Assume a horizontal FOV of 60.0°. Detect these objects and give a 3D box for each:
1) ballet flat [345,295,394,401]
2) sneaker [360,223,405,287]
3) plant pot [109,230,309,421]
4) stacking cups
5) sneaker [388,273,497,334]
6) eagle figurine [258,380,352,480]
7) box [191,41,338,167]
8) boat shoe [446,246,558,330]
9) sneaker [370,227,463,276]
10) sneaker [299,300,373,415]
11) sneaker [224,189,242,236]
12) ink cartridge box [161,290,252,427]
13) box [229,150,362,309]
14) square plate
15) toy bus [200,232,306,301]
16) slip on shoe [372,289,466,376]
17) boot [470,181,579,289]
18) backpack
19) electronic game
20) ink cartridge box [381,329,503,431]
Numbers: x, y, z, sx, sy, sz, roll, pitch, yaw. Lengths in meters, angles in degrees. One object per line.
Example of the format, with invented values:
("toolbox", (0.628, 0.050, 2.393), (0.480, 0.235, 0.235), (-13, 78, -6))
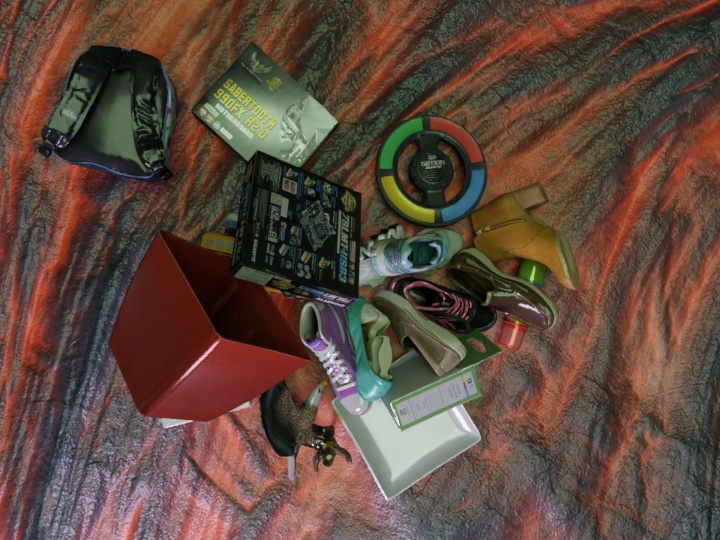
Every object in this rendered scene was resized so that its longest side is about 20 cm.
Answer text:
("ballet flat", (0.022, 0.111, 1.013), (0.067, 0.070, 0.202), (25, 43, -38))
("sneaker", (0.000, 0.000, 1.063), (0.198, 0.075, 0.082), (-30, 100, -6))
("plant pot", (-0.226, 0.099, 0.869), (0.176, 0.199, 0.200), (-46, 58, 11))
("stacking cups", (0.293, 0.039, 1.095), (0.060, 0.060, 0.203), (17, 86, -5))
("sneaker", (0.147, 0.060, 1.063), (0.197, 0.095, 0.080), (17, 85, -7))
("eagle figurine", (-0.113, 0.229, 1.009), (0.199, 0.151, 0.152), (40, 47, -19))
("box", (-0.160, -0.257, 1.061), (0.200, 0.048, 0.159), (42, 85, -4))
("boat shoe", (0.230, 0.043, 1.044), (0.201, 0.075, 0.075), (35, 46, 26))
("sneaker", (0.114, -0.027, 1.034), (0.198, 0.086, 0.079), (-16, 99, -40))
("sneaker", (-0.048, 0.144, 1.014), (0.072, 0.114, 0.203), (-26, 77, 23))
("sneaker", (-0.121, -0.092, 1.026), (0.198, 0.077, 0.087), (7, 82, -31))
("ink cartridge box", (-0.265, 0.136, 1.020), (0.143, 0.087, 0.203), (-12, 91, -7))
("box", (-0.091, -0.061, 0.964), (0.197, 0.050, 0.203), (19, 59, -29))
("square plate", (0.080, 0.258, 1.082), (0.198, 0.028, 0.200), (-30, 91, -6))
("toy bus", (-0.162, -0.004, 1.017), (0.197, 0.065, 0.079), (11, 85, 14))
("slip on shoe", (0.082, 0.100, 1.020), (0.061, 0.076, 0.199), (-47, 54, -11))
("boot", (0.273, -0.037, 1.059), (0.143, 0.070, 0.204), (-28, 67, 29))
("backpack", (-0.375, -0.248, 0.987), (0.197, 0.154, 0.193), (12, 95, -12))
("electronic game", (0.123, -0.173, 1.082), (0.197, 0.042, 0.203), (1, 79, -5))
("ink cartridge box", (0.131, 0.177, 1.019), (0.198, 0.104, 0.060), (-24, 108, -7))
